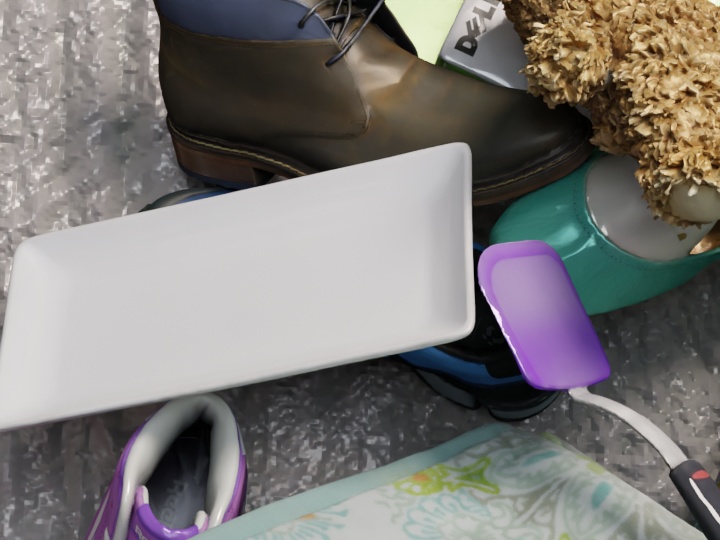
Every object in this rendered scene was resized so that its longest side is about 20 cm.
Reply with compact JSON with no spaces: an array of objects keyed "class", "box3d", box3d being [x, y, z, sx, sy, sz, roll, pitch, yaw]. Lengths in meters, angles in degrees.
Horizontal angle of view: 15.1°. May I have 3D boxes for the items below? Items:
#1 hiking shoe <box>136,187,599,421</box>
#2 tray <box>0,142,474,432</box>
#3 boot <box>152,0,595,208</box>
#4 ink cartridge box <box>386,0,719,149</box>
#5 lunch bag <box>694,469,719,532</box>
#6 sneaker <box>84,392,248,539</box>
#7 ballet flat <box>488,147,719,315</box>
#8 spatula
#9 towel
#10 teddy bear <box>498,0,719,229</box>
[{"class":"hiking shoe","box3d":[0.000,0.000,1.142,0.199,0.087,0.075,15,69,-1]},{"class":"tray","box3d":[-0.048,0.012,1.081,0.199,0.022,0.108,-12,45,13]},{"class":"boot","box3d":[-0.003,-0.083,1.119,0.199,0.097,0.075,4,38,27]},{"class":"ink cartridge box","box3d":[0.058,-0.138,1.203,0.200,0.076,0.148,25,70,2]},{"class":"lunch bag","box3d":[0.233,0.099,1.117,0.170,0.122,0.200,25,76,4]},{"class":"sneaker","box3d":[-0.095,0.141,1.069,0.072,0.114,0.201,16,71,-2]},{"class":"ballet flat","box3d":[0.143,-0.036,1.111,0.200,0.070,0.068,-17,74,-28]},{"class":"spatula","box3d":[0.108,0.066,1.017,0.056,0.021,0.200,-5,48,-48]},{"class":"towel","box3d":[0.041,0.132,1.012,0.200,0.048,0.171,-21,36,-31]},{"class":"teddy bear","box3d":[0.124,-0.084,1.063,0.144,0.067,0.200,1,35,-10]}]
